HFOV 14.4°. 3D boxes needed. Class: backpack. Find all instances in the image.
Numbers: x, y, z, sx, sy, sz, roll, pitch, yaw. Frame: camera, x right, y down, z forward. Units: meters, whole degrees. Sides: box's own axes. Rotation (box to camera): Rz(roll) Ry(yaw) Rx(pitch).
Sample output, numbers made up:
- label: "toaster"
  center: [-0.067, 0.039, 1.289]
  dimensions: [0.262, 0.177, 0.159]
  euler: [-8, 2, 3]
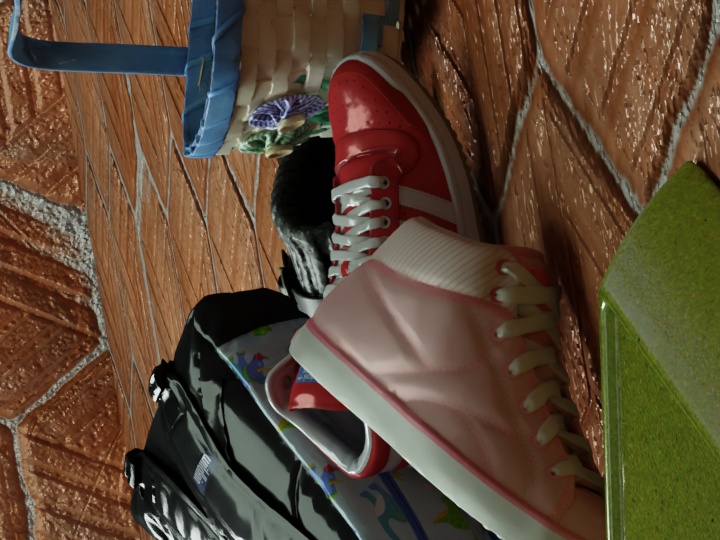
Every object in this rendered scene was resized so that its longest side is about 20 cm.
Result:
- label: "backpack"
  center: [-0.011, 0.127, 1.419]
  dimensions: [0.200, 0.153, 0.164]
  euler: [55, 139, 41]

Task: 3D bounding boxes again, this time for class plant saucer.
- label: "plant saucer"
  center: [0.129, 0.091, 1.002]
  dimensions: [0.200, 0.048, 0.200]
  euler: [-120, 23, -60]

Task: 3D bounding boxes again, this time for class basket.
- label: "basket"
  center: [-0.080, -0.133, 1.446]
  dimensions: [0.176, 0.199, 0.140]
  euler: [112, 165, -75]

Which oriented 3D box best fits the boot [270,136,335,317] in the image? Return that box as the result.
- label: "boot"
  center: [0.000, 0.037, 1.536]
  dimensions: [0.211, 0.079, 0.158]
  euler: [-112, 16, -49]

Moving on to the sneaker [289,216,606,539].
- label: "sneaker"
  center: [0.066, 0.051, 1.225]
  dimensions: [0.200, 0.105, 0.075]
  euler: [40, -176, 31]

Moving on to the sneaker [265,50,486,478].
- label: "sneaker"
  center: [0.000, 0.000, 1.349]
  dimensions: [0.071, 0.112, 0.201]
  euler: [-20, 88, 54]
